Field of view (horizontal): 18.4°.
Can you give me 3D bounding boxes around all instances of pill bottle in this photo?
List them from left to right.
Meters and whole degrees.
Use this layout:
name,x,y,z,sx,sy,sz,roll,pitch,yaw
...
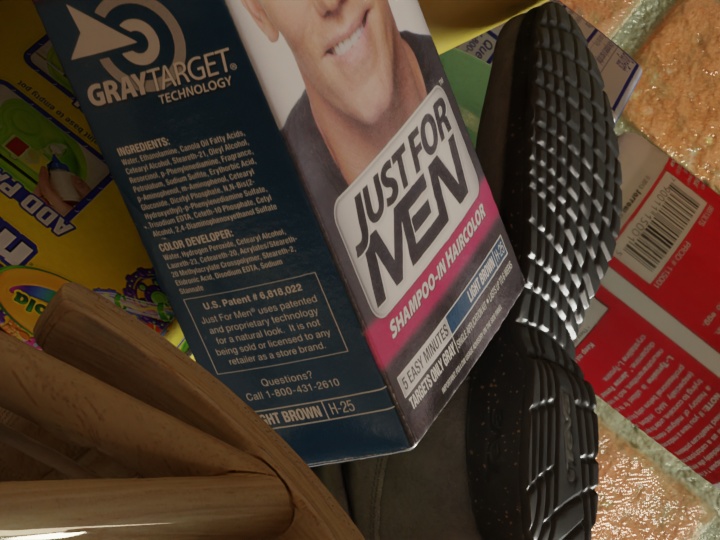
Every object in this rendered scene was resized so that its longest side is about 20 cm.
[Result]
name,x,y,z,sx,sy,sz,roll,pitch,yaw
pill bottle,0.172,0.035,1.065,0.112,0.200,0.112,-52,179,-2

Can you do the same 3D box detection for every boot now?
name,x,y,z,sx,sy,sz,roll,pitch,yaw
boot,0.013,0.007,0.744,0.131,0.070,0.201,-7,-119,32

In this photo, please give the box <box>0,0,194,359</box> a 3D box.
name,x,y,z,sx,sy,sz,roll,pitch,yaw
box,-0.120,0.012,0.733,0.200,0.122,0.193,-53,179,41

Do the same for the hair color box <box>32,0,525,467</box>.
name,x,y,z,sx,sy,sz,roll,pitch,yaw
hair color box,-0.026,-0.055,0.627,0.060,0.201,0.100,-11,-157,30

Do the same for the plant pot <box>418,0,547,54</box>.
name,x,y,z,sx,sy,sz,roll,pitch,yaw
plant pot,0.058,-0.181,0.766,0.189,0.201,0.201,-36,-179,8

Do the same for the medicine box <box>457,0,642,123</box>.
name,x,y,z,sx,sy,sz,roll,pitch,yaw
medicine box,0.031,-0.109,1.112,0.103,0.200,0.182,-53,179,17

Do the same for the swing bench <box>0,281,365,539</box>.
name,x,y,z,sx,sy,sz,roll,pitch,yaw
swing bench,-0.127,0.100,0.480,0.199,0.199,0.130,-52,-137,19

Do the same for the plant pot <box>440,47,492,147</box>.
name,x,y,z,sx,sy,sz,roll,pitch,yaw
plant pot,0.000,0.000,0.900,0.201,0.200,0.161,-52,178,-36
